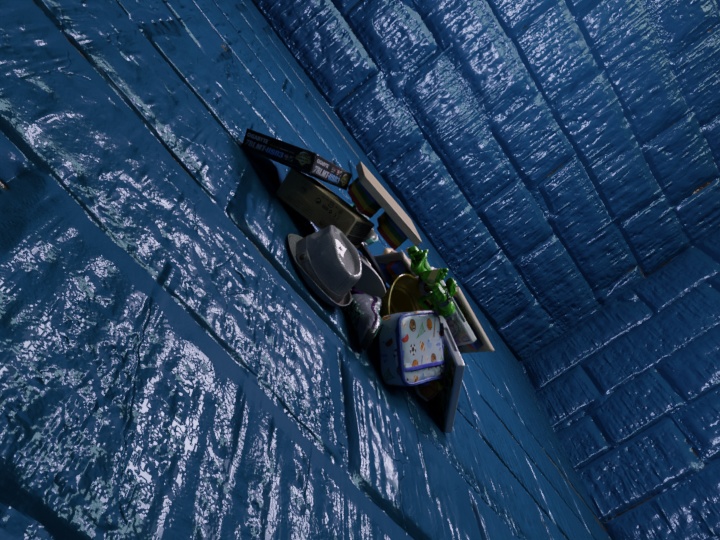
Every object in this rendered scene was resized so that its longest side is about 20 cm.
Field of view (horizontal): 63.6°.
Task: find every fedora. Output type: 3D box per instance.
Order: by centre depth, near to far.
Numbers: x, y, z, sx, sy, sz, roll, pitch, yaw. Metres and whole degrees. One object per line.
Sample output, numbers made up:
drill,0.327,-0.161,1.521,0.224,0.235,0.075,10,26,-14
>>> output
fedora,-0.061,-0.025,1.193,0.176,0.090,0.202,37,22,-37

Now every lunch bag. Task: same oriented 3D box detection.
lunch bag,0.118,0.171,1.253,0.198,0.074,0.165,4,78,-53

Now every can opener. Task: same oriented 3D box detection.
can opener,0.008,-0.033,1.552,0.201,0.063,0.079,51,13,-19

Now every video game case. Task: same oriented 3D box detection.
video game case,0.199,0.244,1.378,0.184,0.021,0.205,-105,-163,-58
video game case,0.200,0.101,1.469,0.203,0.018,0.143,60,-27,-1

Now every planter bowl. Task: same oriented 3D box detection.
planter bowl,0.090,0.117,1.364,0.198,0.082,0.206,22,62,-49

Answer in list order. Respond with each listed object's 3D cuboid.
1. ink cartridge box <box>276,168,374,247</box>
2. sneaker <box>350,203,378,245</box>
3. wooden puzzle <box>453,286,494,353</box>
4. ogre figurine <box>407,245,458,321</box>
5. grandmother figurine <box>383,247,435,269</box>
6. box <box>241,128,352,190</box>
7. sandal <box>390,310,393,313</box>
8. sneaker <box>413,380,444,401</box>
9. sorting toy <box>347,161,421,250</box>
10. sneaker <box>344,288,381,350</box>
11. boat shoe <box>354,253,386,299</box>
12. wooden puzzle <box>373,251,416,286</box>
ink cartridge box,-0.079,-0.142,1.359,0.198,0.076,0.164,38,8,14
sneaker,-0.003,-0.137,1.706,0.201,0.076,0.093,-118,-172,-61
wooden puzzle,0.240,0.141,1.509,0.188,0.046,0.199,59,-23,-6
ogre figurine,0.166,0.033,1.333,0.199,0.098,0.121,33,-21,51
grandmother figurine,0.148,-0.003,1.702,0.198,0.060,0.124,22,-43,47
box,-0.142,-0.255,1.344,0.195,0.051,0.199,23,6,23
sandal,0.083,0.102,1.516,0.200,0.047,0.077,24,42,-65
sneaker,0.146,0.220,1.404,0.073,0.077,0.202,37,21,-47
sorting toy,0.046,-0.146,1.383,0.200,0.069,0.199,47,11,-16
sneaker,-0.006,0.098,1.219,0.086,0.076,0.200,28,16,-6
boat shoe,0.000,0.000,1.426,0.202,0.070,0.064,54,14,1
wooden puzzle,0.115,0.033,1.666,0.186,0.046,0.199,50,-22,-19
